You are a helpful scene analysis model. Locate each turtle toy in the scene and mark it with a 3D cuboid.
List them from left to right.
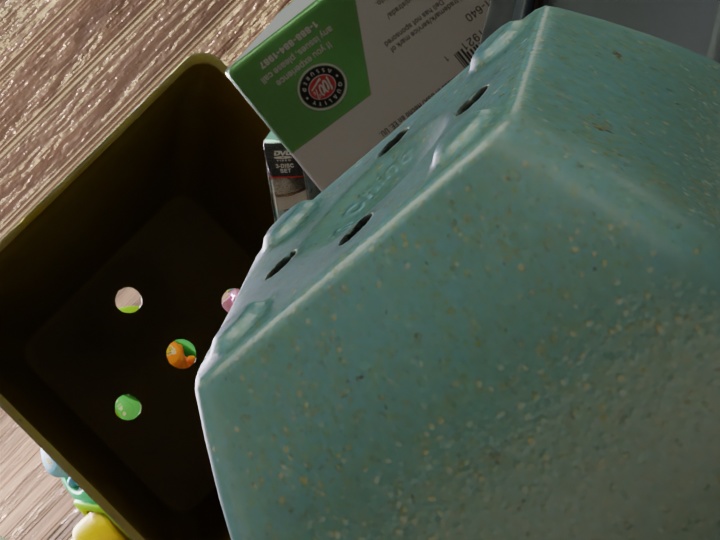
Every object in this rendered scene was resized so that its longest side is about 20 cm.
[{"bbox_3d":[-0.123,0.080,1.745,0.146,0.101,0.200,-42,10,10],"label":"turtle toy"}]

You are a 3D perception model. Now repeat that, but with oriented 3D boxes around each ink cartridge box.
[{"bbox_3d":[0.066,-0.059,1.264,0.145,0.200,0.084,-36,9,26],"label":"ink cartridge box"}]

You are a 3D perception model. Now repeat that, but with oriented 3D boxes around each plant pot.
[{"bbox_3d":[-0.089,0.036,1.572,0.200,0.200,0.176,-45,1,-10],"label":"plant pot"},{"bbox_3d":[0.067,0.047,0.820,0.196,0.200,0.196,-40,11,20],"label":"plant pot"}]

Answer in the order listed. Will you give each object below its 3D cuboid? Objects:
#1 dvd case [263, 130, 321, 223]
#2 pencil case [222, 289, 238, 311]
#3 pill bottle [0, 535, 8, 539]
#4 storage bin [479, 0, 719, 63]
[{"bbox_3d":[0.000,0.000,1.383,0.022,0.201,0.146,-1,27,19],"label":"dvd case"},{"bbox_3d":[-0.007,-0.030,1.793,0.200,0.087,0.087,-34,13,44],"label":"pencil case"},{"bbox_3d":[-0.239,0.230,1.547,0.200,0.111,0.111,-48,10,-24],"label":"pill bottle"},{"bbox_3d":[0.125,-0.030,1.061,0.134,0.145,0.201,14,90,66],"label":"storage bin"}]
